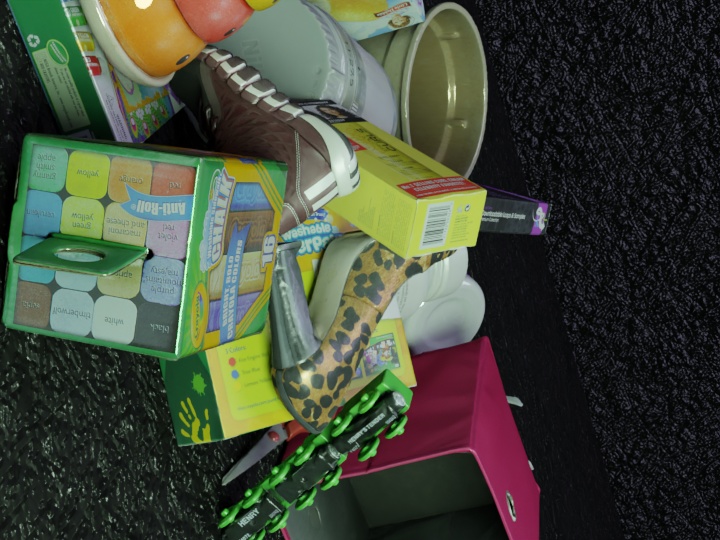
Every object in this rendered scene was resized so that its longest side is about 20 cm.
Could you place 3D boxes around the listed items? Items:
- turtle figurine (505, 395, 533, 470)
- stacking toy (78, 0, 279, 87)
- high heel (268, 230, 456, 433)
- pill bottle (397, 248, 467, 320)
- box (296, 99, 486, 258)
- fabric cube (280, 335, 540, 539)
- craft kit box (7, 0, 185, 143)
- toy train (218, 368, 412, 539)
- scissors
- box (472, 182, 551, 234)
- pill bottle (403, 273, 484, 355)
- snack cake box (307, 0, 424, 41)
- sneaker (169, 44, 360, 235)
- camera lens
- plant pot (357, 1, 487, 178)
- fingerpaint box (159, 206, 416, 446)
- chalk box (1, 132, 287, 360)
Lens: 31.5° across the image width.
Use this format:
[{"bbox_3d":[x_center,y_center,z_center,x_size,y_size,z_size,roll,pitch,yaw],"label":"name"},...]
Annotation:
[{"bbox_3d":[0.074,0.135,1.380,0.194,0.200,0.144,52,37,-14],"label":"turtle figurine"},{"bbox_3d":[-0.093,-0.223,0.909,0.146,0.199,0.147,-14,90,-74],"label":"stacking toy"},{"bbox_3d":[0.009,0.040,0.989,0.199,0.071,0.143,-10,93,-39],"label":"high heel"},{"bbox_3d":[0.000,0.000,1.195,0.199,0.114,0.115,-14,90,-39],"label":"pill bottle"},{"bbox_3d":[0.004,-0.075,0.994,0.075,0.200,0.050,-10,122,-36],"label":"box"},{"bbox_3d":[0.052,0.210,1.205,0.200,0.199,0.197,-70,142,-63],"label":"fabric cube"},{"bbox_3d":[-0.199,-0.199,0.968,0.198,0.048,0.201,-71,145,-67],"label":"craft kit box"},{"bbox_3d":[-0.036,0.147,0.984,0.042,0.200,0.056,44,25,-11],"label":"toy train"},{"bbox_3d":[-0.066,0.144,1.116,0.073,0.014,0.200,32,26,-5],"label":"scissors"},{"bbox_3d":[0.069,-0.066,1.148,0.200,0.143,0.036,-3,108,-60],"label":"box"},{"bbox_3d":[0.041,0.007,1.385,0.200,0.104,0.104,44,-13,47],"label":"pill bottle"},{"bbox_3d":[-0.049,-0.271,1.252,0.115,0.199,0.067,45,35,-61],"label":"snack cake box"},{"bbox_3d":[-0.104,-0.090,0.949,0.200,0.115,0.076,33,-24,33],"label":"sneaker"},{"bbox_3d":[-0.063,-0.158,1.186,0.200,0.159,0.161,23,55,-70],"label":"camera lens"},{"bbox_3d":[0.015,-0.186,1.373,0.200,0.183,0.201,-19,112,-58],"label":"plant pot"},{"bbox_3d":[-0.066,0.034,1.015,0.199,0.073,0.168,-12,88,-42],"label":"fingerpaint box"},{"bbox_3d":[-0.141,-0.019,0.806,0.200,0.124,0.124,-10,109,-75],"label":"chalk box"}]
